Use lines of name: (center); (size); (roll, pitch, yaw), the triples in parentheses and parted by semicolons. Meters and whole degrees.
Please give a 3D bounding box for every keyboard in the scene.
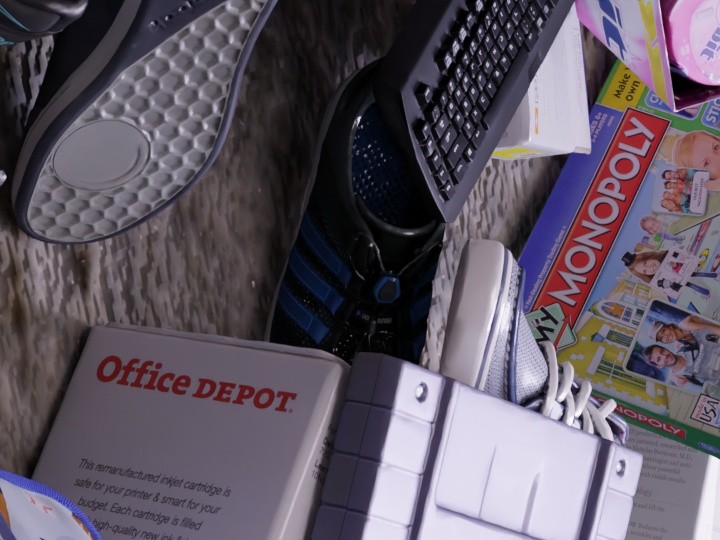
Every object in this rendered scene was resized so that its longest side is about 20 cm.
keyboard: (0.064, -0.121, 1.186); (0.104, 0.039, 0.201); (59, 43, -35)

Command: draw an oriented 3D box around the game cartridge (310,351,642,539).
game cartridge: (0.049, 0.118, 1.186); (0.200, 0.038, 0.131); (23, 74, -53)

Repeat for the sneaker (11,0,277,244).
sneaker: (-0.094, -0.121, 1.172); (0.077, 0.147, 0.203); (12, 128, -32)

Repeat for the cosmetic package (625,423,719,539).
cosmetic package: (0.184, 0.085, 1.500); (0.113, 0.081, 0.201); (21, 78, -48)

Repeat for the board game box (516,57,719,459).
board game box: (0.159, -0.017, 1.430); (0.029, 0.134, 0.201); (77, 37, -62)

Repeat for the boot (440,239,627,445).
boot: (0.081, 0.058, 1.308); (0.200, 0.090, 0.073); (93, 8, -57)

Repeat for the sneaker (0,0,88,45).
sneaker: (-0.158, -0.176, 1.089); (0.075, 0.079, 0.201); (-41, 122, -36)

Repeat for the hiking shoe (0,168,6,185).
hiking shoe: (-0.204, -0.062, 1.066); (0.200, 0.075, 0.101); (58, 45, -47)

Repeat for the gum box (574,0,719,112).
gum box: (0.134, -0.189, 1.303); (0.066, 0.114, 0.201); (-20, 122, -10)

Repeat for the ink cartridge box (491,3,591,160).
ink cartridge box: (0.067, -0.151, 1.328); (0.200, 0.047, 0.199); (0, 85, -81)

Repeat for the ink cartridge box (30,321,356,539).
ink cartridge box: (-0.073, 0.133, 1.174); (0.084, 0.144, 0.201); (38, 66, -46)

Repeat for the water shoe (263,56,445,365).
water shoe: (0.000, 0.000, 1.279); (0.071, 0.079, 0.201); (7, 81, -10)

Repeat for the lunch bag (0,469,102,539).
lunch bag: (-0.181, 0.120, 1.009); (0.170, 0.199, 0.125); (22, 79, -47)
